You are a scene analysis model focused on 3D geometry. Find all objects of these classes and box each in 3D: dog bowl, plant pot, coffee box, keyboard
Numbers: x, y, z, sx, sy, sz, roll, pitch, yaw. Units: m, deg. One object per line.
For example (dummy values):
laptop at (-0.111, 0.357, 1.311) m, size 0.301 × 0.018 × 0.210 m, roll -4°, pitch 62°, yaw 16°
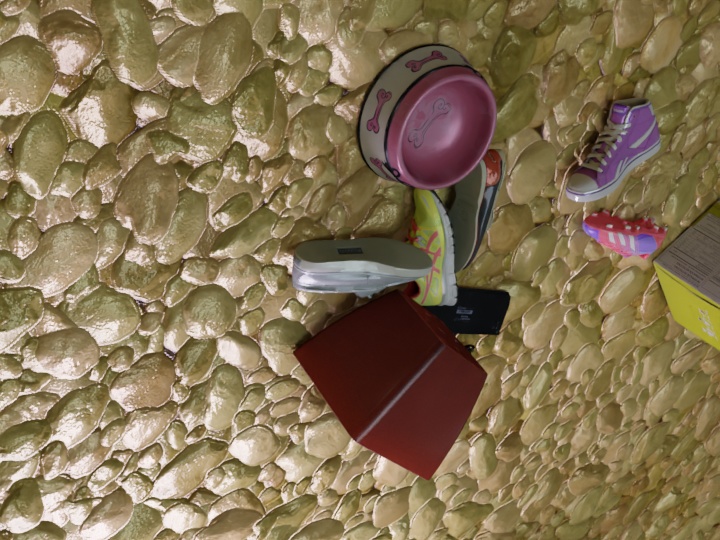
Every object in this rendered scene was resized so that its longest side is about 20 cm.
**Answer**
dog bowl at (0.098, -0.197, 1.464) m, size 0.200 × 0.074 × 0.200 m, roll -20°, pitch 130°, yaw -27°
plant pot at (0.060, 0.149, 1.564) m, size 0.176 × 0.200 × 0.200 m, roll -46°, pitch 136°, yaw 7°
coffee box at (0.689, 0.024, 1.981) m, size 0.198 × 0.200 × 0.200 m, roll -42°, pitch 135°, yaw -7°
keyboard at (0.153, 0.085, 1.737) m, size 0.200 × 0.021 × 0.127 m, roll 5°, pitch 109°, yaw -39°

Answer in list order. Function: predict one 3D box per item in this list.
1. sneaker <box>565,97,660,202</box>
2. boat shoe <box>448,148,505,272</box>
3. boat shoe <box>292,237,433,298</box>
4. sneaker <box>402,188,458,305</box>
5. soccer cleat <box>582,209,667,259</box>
sneaker at (0.385, -0.198, 1.695) m, size 0.200 × 0.073 × 0.114 m, roll -40°, pitch 132°, yaw -23°
boat shoe at (0.165, -0.087, 1.596) m, size 0.063 × 0.071 × 0.200 m, roll -22°, pitch 134°, yaw -41°
boat shoe at (0.000, 0.001, 1.514) m, size 0.201 × 0.070 × 0.072 m, roll 1°, pitch 129°, yaw -18°
sneaker at (0.088, -0.029, 1.572) m, size 0.090 × 0.078 × 0.200 m, roll -10°, pitch 116°, yaw -5°
soccer cleat at (0.441, -0.054, 1.837) m, size 0.200 × 0.067 × 0.077 m, roll 0°, pitch 123°, yaw -41°
